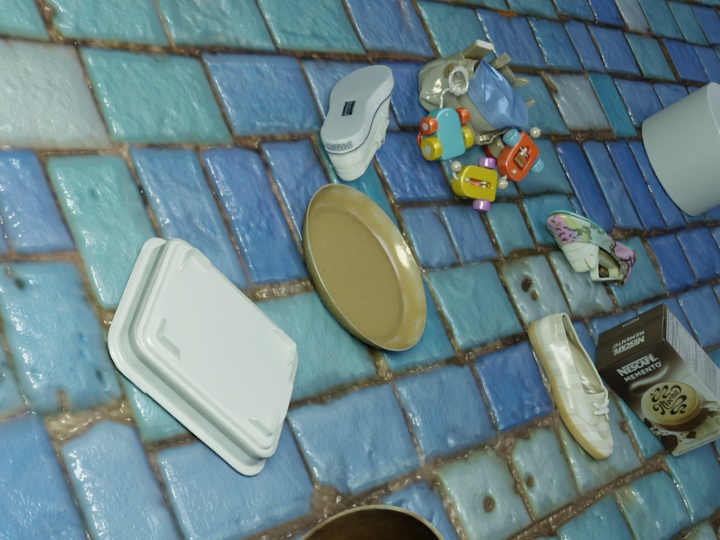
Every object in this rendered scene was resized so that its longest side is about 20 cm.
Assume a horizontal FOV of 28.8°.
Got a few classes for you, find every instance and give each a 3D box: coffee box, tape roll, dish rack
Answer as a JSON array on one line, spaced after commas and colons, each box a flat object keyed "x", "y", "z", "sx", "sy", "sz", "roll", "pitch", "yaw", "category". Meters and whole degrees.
[{"x": 0.432, "y": 0.155, "z": 1.964, "sx": 0.200, "sy": 0.113, "sz": 0.080, "roll": 45, "pitch": 34, "yaw": -23, "category": "coffee box"}, {"x": 0.614, "y": -0.215, "z": 2.503, "sx": 0.202, "sy": 0.139, "sz": 0.204, "roll": 36, "pitch": 38, "yaw": -35, "category": "tape roll"}, {"x": -0.130, "y": 0.070, "z": 1.277, "sx": 0.200, "sy": 0.043, "sz": 0.172, "roll": 46, "pitch": 33, "yaw": -26, "category": "dish rack"}]

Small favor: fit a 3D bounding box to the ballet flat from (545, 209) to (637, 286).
[{"x": 0.336, "y": -0.024, "z": 2.024, "sx": 0.200, "sy": 0.069, "sz": 0.072, "roll": 25, "pitch": 65, "yaw": -45, "category": "ballet flat"}]

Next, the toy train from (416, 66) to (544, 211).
[{"x": 0.147, "y": -0.164, "z": 1.823, "sx": 0.200, "sy": 0.055, "sz": 0.151, "roll": 41, "pitch": 67, "yaw": -31, "category": "toy train"}]

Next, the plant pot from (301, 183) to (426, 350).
[{"x": 0.000, "y": 0.000, "z": 1.540, "sx": 0.200, "sy": 0.027, "sz": 0.201, "roll": 36, "pitch": 39, "yaw": -36, "category": "plant pot"}]

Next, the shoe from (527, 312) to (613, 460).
[{"x": 0.280, "y": 0.148, "z": 1.804, "sx": 0.070, "sy": 0.053, "sz": 0.201, "roll": -16, "pitch": 79, "yaw": -58, "category": "shoe"}]

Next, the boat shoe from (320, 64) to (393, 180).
[{"x": 0.001, "y": -0.173, "z": 1.656, "sx": 0.200, "sy": 0.070, "sz": 0.070, "roll": -75, "pitch": 155, "yaw": -54, "category": "boat shoe"}]

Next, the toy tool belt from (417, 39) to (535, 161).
[{"x": 0.177, "y": -0.227, "z": 1.888, "sx": 0.200, "sy": 0.123, "sz": 0.125, "roll": 35, "pitch": 39, "yaw": -36, "category": "toy tool belt"}]

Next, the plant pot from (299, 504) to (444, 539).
[{"x": 0.040, "y": 0.331, "z": 1.212, "sx": 0.200, "sy": 0.186, "sz": 0.188, "roll": 51, "pitch": 29, "yaw": -44, "category": "plant pot"}]
